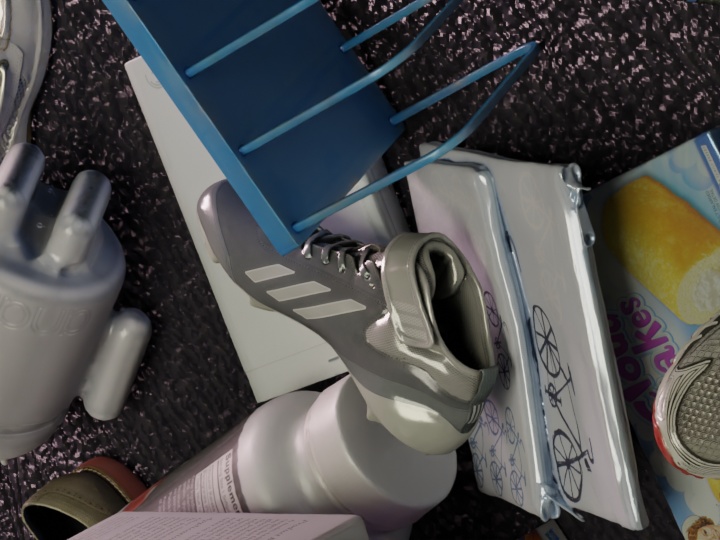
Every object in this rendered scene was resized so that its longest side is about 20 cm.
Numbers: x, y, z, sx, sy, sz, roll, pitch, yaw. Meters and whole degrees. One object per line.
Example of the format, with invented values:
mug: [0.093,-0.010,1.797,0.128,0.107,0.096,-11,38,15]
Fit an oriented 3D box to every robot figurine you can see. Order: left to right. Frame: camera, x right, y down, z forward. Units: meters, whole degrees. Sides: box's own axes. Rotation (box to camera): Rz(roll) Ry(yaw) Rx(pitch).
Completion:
robot figurine: [-0.204,0.027,1.693,0.169,0.113,0.200,24,121,-2]

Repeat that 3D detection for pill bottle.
pill bottle: [-0.042,0.132,1.602,0.200,0.111,0.111,-37,80,39]

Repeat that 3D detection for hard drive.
hard drive: [-0.041,-0.040,1.604,0.132,0.026,0.200,-21,91,40]

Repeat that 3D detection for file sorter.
file sorter: [-0.025,-0.141,1.460,0.123,0.139,0.200,-28,103,34]

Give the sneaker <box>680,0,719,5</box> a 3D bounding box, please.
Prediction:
sneaker: [0.126,-0.170,1.408,0.200,0.076,0.077,9,100,21]

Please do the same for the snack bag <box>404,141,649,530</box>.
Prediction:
snack bag: [0.080,0.034,1.471,0.200,0.021,0.189,-165,61,-69]

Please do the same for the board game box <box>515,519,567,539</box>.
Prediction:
board game box: [0.101,0.239,1.508,0.045,0.134,0.200,-40,79,39]

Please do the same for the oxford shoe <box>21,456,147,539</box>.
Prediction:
oxford shoe: [-0.119,0.197,1.704,0.200,0.075,0.070,45,125,18]

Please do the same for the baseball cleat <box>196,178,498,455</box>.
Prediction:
baseball cleat: [0.000,0.000,1.516,0.200,0.070,0.107,43,131,21]

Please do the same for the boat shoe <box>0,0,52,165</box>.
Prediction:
boat shoe: [-0.224,-0.109,1.695,0.071,0.069,0.200,19,114,34]

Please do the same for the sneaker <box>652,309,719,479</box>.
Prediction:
sneaker: [0.220,0.030,1.325,0.200,0.082,0.078,-28,87,3]

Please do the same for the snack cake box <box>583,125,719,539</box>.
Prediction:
snack cake box: [0.181,0.038,1.429,0.115,0.067,0.200,-28,86,39]

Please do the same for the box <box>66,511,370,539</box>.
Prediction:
box: [-0.076,0.209,1.494,0.200,0.106,0.152,-4,107,48]
